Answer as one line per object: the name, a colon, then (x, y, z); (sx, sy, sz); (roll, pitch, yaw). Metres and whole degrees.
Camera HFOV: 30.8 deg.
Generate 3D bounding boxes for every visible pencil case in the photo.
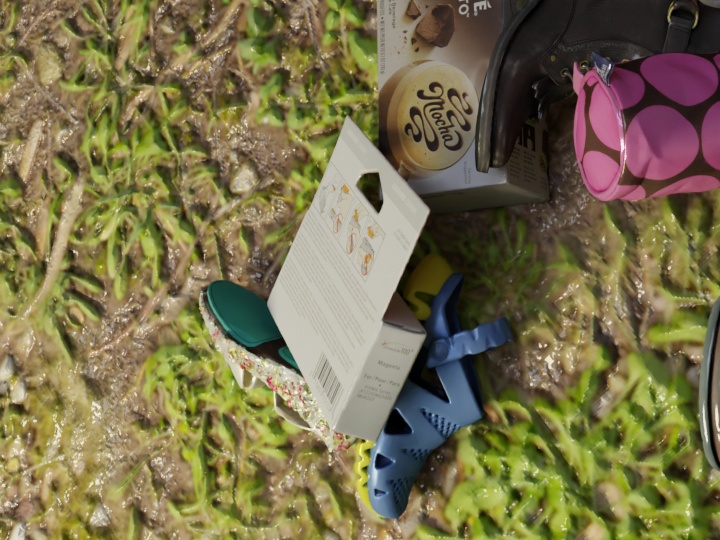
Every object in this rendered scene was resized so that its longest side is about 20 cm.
pencil case: (0.236, -0.104, 0.836); (0.092, 0.197, 0.094); (95, 165, -45)

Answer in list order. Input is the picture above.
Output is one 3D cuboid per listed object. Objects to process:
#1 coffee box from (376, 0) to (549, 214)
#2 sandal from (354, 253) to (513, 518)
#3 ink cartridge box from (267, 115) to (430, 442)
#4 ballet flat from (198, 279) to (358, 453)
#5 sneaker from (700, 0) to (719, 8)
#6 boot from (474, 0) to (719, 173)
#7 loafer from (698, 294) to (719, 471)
coffee box: (0.077, -0.152, 0.995); (0.112, 0.079, 0.203); (-5, 81, 32)
sandal: (0.054, 0.095, 0.980); (0.086, 0.079, 0.203); (19, 100, 13)
ink cartridge box: (0.000, 0.000, 0.978); (0.175, 0.043, 0.200); (-65, 26, 17)
ballet flat: (-0.068, 0.081, 1.064); (0.199, 0.075, 0.065); (35, 120, 35)
sneaker: (0.299, -0.255, 0.865); (0.198, 0.077, 0.083); (-26, 49, 8)
boot: (0.179, -0.136, 0.895); (0.172, 0.069, 0.202); (22, 81, 5)
loafer: (0.266, 0.033, 0.849); (0.062, 0.071, 0.203); (4, 83, 45)
